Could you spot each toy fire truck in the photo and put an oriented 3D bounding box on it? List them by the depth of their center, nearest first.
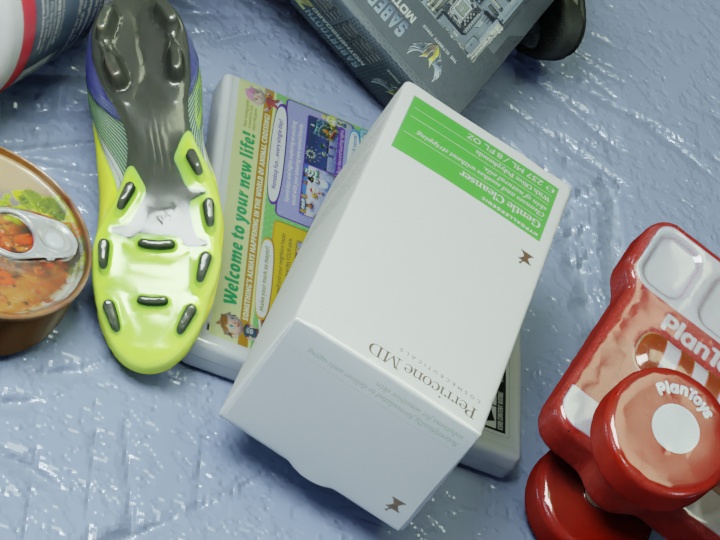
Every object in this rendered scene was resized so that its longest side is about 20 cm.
[{"bbox_3d":[0.188,0.087,1.276,0.200,0.112,0.168,36,59,0],"label":"toy fire truck"}]

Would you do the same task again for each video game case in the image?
[{"bbox_3d":[0.000,0.000,1.338,0.181,0.022,0.201,21,42,-16],"label":"video game case"}]

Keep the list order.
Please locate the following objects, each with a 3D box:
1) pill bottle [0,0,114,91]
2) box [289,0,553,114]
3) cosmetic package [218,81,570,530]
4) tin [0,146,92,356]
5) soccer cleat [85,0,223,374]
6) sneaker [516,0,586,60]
[{"bbox_3d":[-0.169,-0.170,1.315,0.119,0.120,0.200,40,39,7],"label":"pill bottle"},{"bbox_3d":[0.021,-0.201,1.431,0.200,0.051,0.158,46,67,-17],"label":"box"},{"bbox_3d":[0.020,0.014,1.257,0.107,0.085,0.200,32,39,-8],"label":"cosmetic package"},{"bbox_3d":[-0.221,-0.017,1.190,0.199,0.042,0.112,8,50,-29],"label":"tin"},{"bbox_3d":[-0.101,-0.039,1.273,0.064,0.084,0.201,-5,66,-3],"label":"soccer cleat"},{"bbox_3d":[0.133,-0.200,1.590,0.115,0.075,0.201,11,44,-29],"label":"sneaker"}]
